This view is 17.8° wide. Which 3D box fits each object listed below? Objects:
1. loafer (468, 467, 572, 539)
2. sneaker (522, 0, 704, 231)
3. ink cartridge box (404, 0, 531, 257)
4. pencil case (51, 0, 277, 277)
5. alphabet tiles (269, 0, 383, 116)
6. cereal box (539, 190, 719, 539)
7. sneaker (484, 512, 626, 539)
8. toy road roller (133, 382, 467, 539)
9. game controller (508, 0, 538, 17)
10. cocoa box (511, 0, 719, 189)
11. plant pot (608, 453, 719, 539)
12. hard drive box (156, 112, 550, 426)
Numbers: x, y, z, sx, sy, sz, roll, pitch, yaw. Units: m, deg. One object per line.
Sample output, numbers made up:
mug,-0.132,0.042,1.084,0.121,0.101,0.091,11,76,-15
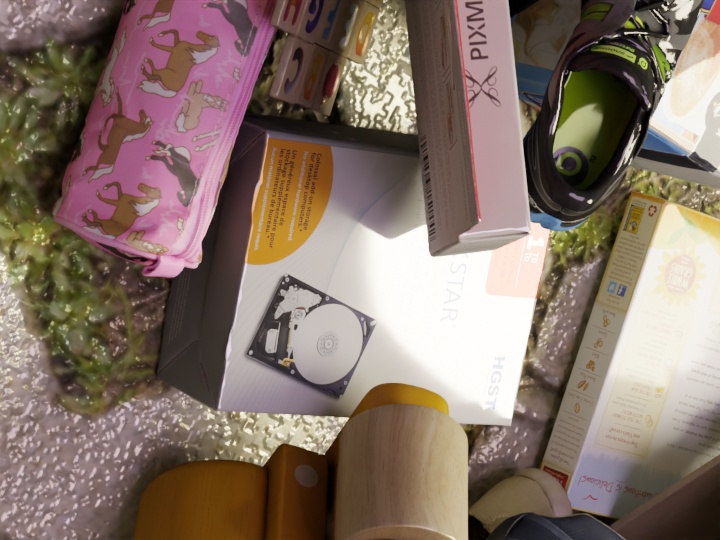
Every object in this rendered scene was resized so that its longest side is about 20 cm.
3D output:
loafer,0.089,0.222,1.414,0.068,0.076,0.201,-5,96,-30
sneaker,0.139,-0.114,1.202,0.071,0.083,0.200,23,86,-9
ink cartridge box,0.056,-0.114,1.171,0.045,0.176,0.201,-5,87,-7
pencil case,-0.093,-0.098,1.201,0.083,0.087,0.201,21,90,-18
alphabet tiles,-0.002,-0.182,1.224,0.166,0.006,0.201,8,100,-75
cereal box,0.200,0.064,1.459,0.144,0.039,0.201,18,93,-37
sneaker,0.124,0.235,1.325,0.146,0.077,0.203,-41,105,-40
toy road roller,-0.040,0.147,1.246,0.146,0.200,0.123,17,48,-18
game controller,0.079,-0.193,1.222,0.042,0.200,0.105,-20,91,-9
cocoa box,0.186,-0.167,1.335,0.131,0.133,0.200,28,87,-33
plant pot,0.271,0.227,1.412,0.177,0.200,0.200,-2,64,-35
hard drive box,0.000,0.000,1.295,0.200,0.077,0.156,4,100,-33
